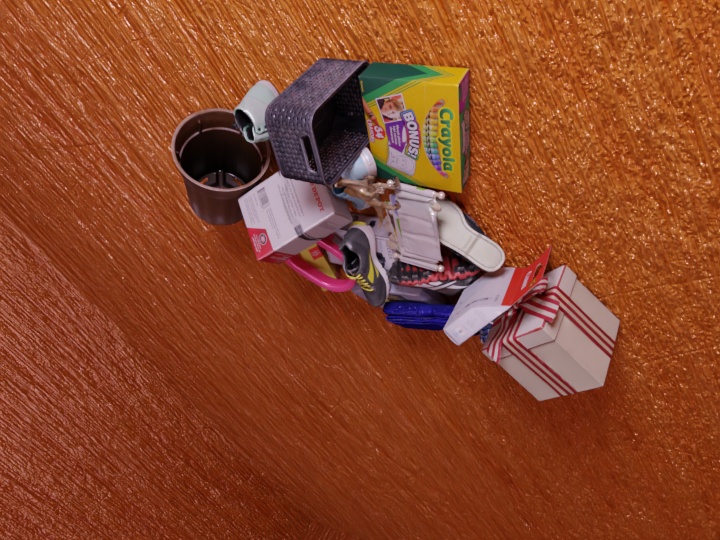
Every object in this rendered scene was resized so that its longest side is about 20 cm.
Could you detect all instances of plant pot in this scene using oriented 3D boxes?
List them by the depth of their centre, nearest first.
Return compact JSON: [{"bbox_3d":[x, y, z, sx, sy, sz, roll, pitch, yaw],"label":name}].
[{"bbox_3d":[-0.308,-0.211,1.178,0.199,0.201,0.199,35,152,1],"label":"plant pot"}]

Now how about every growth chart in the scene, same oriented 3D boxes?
[{"bbox_3d":[0.099,-0.081,1.007,0.144,0.018,0.202,26,143,33],"label":"growth chart"}]

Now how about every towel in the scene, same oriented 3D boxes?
[{"bbox_3d":[0.163,0.114,1.209,0.198,0.050,0.147,2,161,33],"label":"towel"}]

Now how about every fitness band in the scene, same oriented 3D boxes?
[{"bbox_3d":[-0.092,-0.027,1.199,0.199,0.038,0.144,33,137,-5],"label":"fitness band"}]

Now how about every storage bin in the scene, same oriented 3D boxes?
[{"bbox_3d":[-0.058,-0.253,0.899,0.093,0.201,0.136,15,140,26],"label":"storage bin"}]

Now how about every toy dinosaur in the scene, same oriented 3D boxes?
[{"bbox_3d":[0.023,-0.135,0.962,0.100,0.059,0.199,1,163,32],"label":"toy dinosaur"}]

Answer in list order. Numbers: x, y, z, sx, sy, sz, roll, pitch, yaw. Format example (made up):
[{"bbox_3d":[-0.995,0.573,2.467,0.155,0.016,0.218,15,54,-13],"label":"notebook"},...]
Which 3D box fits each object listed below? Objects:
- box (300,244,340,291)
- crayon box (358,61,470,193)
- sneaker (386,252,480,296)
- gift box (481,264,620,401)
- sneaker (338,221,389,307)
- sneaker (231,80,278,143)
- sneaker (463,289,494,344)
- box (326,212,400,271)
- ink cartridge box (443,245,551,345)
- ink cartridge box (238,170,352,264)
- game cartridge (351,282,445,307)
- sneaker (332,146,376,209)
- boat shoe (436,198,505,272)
[{"bbox_3d":[-0.110,-0.051,1.273,0.050,0.076,0.201,-20,122,12],"label":"box"},{"bbox_3d":[0.097,-0.240,0.906,0.171,0.059,0.201,16,141,26],"label":"crayon box"},{"bbox_3d":[0.155,0.013,1.101,0.198,0.072,0.098,-8,141,13],"label":"sneaker"},{"bbox_3d":[0.350,0.122,0.998,0.186,0.201,0.184,42,139,-7],"label":"gift box"},{"bbox_3d":[0.000,0.000,1.122,0.074,0.085,0.202,3,124,37],"label":"sneaker"},{"bbox_3d":[-0.171,-0.259,1.059,0.073,0.119,0.201,-12,125,44],"label":"sneaker"},{"bbox_3d":[0.282,0.110,1.136,0.201,0.077,0.075,53,144,-13],"label":"sneaker"},{"bbox_3d":[0.015,-0.060,1.181,0.198,0.060,0.118,14,139,28],"label":"box"},{"bbox_3d":[0.247,0.031,0.965,0.047,0.160,0.200,44,125,1],"label":"ink cartridge box"},{"bbox_3d":[-0.133,-0.124,1.080,0.199,0.083,0.146,-28,73,23],"label":"ink cartridge box"},{"bbox_3d":[0.081,0.055,1.232,0.198,0.041,0.133,1,156,39],"label":"game cartridge"},{"bbox_3d":[-0.020,-0.167,1.030,0.200,0.081,0.075,92,152,-70],"label":"sneaker"},{"bbox_3d":[0.191,-0.069,1.018,0.199,0.075,0.066,37,-178,17],"label":"boat shoe"}]
